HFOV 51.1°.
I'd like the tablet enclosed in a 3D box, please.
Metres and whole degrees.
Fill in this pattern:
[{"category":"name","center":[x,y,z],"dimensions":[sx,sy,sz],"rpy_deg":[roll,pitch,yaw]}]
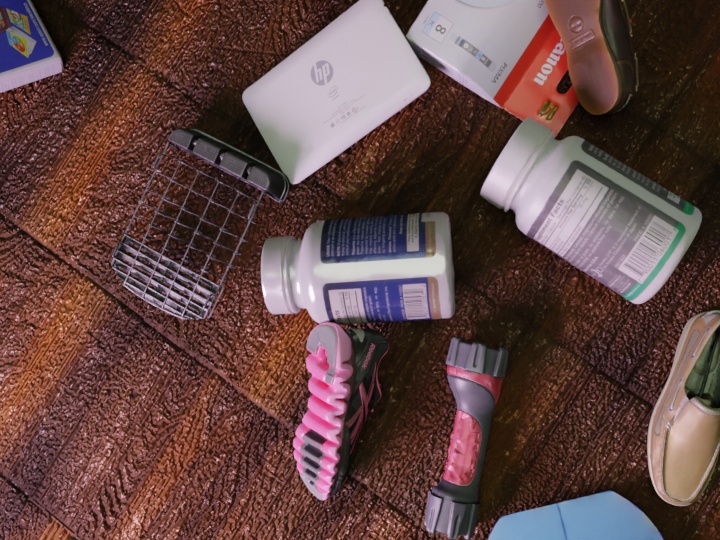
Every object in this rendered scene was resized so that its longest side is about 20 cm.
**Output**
[{"category":"tablet","center":[-0.031,-0.205,0.853],"dimensions":[0.199,0.014,0.131],"rpy_deg":[-33,81,15]}]

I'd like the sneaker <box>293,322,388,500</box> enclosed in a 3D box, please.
[{"category":"sneaker","center":[-0.014,0.152,0.811],"dimensions":[0.079,0.094,0.203],"rpy_deg":[27,113,46]}]

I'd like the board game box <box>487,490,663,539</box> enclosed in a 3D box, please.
[{"category":"board game box","center":[0.221,0.320,0.781],"dimensions":[0.197,0.039,0.160],"rpy_deg":[-14,79,2]}]

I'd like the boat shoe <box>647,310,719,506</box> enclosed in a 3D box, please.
[{"category":"boat shoe","center":[0.337,0.139,0.756],"dimensions":[0.071,0.076,0.203],"rpy_deg":[10,87,9]}]

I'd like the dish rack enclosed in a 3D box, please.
[{"category":"dish rack","center":[-0.189,-0.051,0.861],"dimensions":[0.152,0.055,0.202],"rpy_deg":[27,92,13]}]

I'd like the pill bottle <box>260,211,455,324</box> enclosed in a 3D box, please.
[{"category":"pill bottle","center":[0.000,0.000,0.800],"dimensions":[0.197,0.111,0.113],"rpy_deg":[-3,85,8]}]

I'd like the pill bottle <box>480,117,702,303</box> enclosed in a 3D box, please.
[{"category":"pill bottle","center":[0.230,-0.065,0.769],"dimensions":[0.199,0.113,0.114],"rpy_deg":[34,91,10]}]

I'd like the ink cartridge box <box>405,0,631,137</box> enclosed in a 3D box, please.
[{"category":"ink cartridge box","center":[0.173,-0.267,0.827],"dimensions":[0.199,0.047,0.161],"rpy_deg":[35,92,11]}]

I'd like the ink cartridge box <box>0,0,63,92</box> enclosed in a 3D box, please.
[{"category":"ink cartridge box","center":[-0.488,-0.292,0.888],"dimensions":[0.198,0.047,0.199],"rpy_deg":[-27,83,-23]}]

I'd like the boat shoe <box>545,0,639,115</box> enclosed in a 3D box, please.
[{"category":"boat shoe","center":[0.245,-0.265,0.792],"dimensions":[0.070,0.070,0.203],"rpy_deg":[-4,103,48]}]

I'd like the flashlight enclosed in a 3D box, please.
[{"category":"flashlight","center":[0.107,0.175,0.793],"dimensions":[0.067,0.068,0.203],"rpy_deg":[12,87,8]}]
